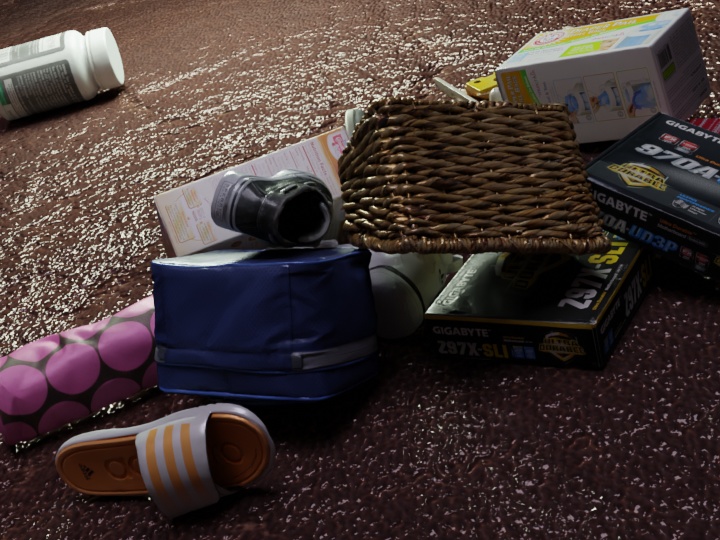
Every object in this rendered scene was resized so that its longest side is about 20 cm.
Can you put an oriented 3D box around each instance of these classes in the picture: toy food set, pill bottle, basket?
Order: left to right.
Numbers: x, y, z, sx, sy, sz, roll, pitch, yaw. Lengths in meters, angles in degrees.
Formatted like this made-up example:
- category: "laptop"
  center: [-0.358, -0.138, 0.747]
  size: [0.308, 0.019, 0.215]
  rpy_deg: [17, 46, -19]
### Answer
- category: "pill bottle"
  center: [-0.489, -0.318, 2.085]
  size: [0.198, 0.114, 0.113]
  rpy_deg: [-14, 26, 3]
- category: "basket"
  center: [0.088, -0.049, 1.116]
  size: [0.198, 0.143, 0.150]
  rpy_deg: [-1, 63, -23]
- category: "toy food set"
  center: [0.206, -0.252, 1.628]
  size: [0.199, 0.061, 0.144]
  rpy_deg: [-22, 27, -12]

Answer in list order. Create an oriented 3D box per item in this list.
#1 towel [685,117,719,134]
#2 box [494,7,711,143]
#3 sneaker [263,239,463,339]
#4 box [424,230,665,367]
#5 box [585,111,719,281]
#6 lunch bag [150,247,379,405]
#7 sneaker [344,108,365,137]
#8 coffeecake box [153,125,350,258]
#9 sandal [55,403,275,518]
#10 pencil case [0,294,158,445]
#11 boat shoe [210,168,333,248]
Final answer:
- category: "towel"
  center: [0.381, -0.115, 1.310]
  size: [0.199, 0.023, 0.145]
  rpy_deg: [3, 34, 37]
- category: "box"
  center: [0.267, -0.210, 1.442]
  size: [0.199, 0.102, 0.112]
  rpy_deg: [-2, 28, 40]
- category: "sneaker"
  center: [0.000, 0.000, 1.244]
  size: [0.199, 0.076, 0.115]
  rpy_deg: [13, 37, 36]
- category: "box"
  center: [0.170, 0.009, 1.157]
  size: [0.159, 0.050, 0.200]
  rpy_deg: [4, 32, 31]
- category: "box"
  center: [0.309, -0.061, 1.147]
  size: [0.199, 0.046, 0.159]
  rpy_deg: [27, 42, 30]
- category: "lunch bag"
  center: [-0.088, 0.052, 1.118]
  size: [0.198, 0.134, 0.136]
  rpy_deg: [-1, 6, 30]
- category: "sneaker"
  center: [0.046, -0.096, 1.373]
  size: [0.105, 0.075, 0.201]
  rpy_deg: [-11, 54, -6]
- category: "coffeecake box"
  center: [-0.097, -0.051, 1.303]
  size: [0.199, 0.074, 0.154]
  rpy_deg: [-21, -17, -11]
- category: "sandal"
  center: [-0.161, 0.162, 1.023]
  size: [0.205, 0.080, 0.059]
  rpy_deg: [-14, 26, 25]
- category: "pencil case"
  center: [-0.252, 0.083, 1.209]
  size: [0.199, 0.091, 0.094]
  rpy_deg: [-20, 20, -14]
- category: "boat shoe"
  center: [-0.059, -0.045, 1.128]
  size: [0.070, 0.073, 0.200]
  rpy_deg: [23, 12, 18]
